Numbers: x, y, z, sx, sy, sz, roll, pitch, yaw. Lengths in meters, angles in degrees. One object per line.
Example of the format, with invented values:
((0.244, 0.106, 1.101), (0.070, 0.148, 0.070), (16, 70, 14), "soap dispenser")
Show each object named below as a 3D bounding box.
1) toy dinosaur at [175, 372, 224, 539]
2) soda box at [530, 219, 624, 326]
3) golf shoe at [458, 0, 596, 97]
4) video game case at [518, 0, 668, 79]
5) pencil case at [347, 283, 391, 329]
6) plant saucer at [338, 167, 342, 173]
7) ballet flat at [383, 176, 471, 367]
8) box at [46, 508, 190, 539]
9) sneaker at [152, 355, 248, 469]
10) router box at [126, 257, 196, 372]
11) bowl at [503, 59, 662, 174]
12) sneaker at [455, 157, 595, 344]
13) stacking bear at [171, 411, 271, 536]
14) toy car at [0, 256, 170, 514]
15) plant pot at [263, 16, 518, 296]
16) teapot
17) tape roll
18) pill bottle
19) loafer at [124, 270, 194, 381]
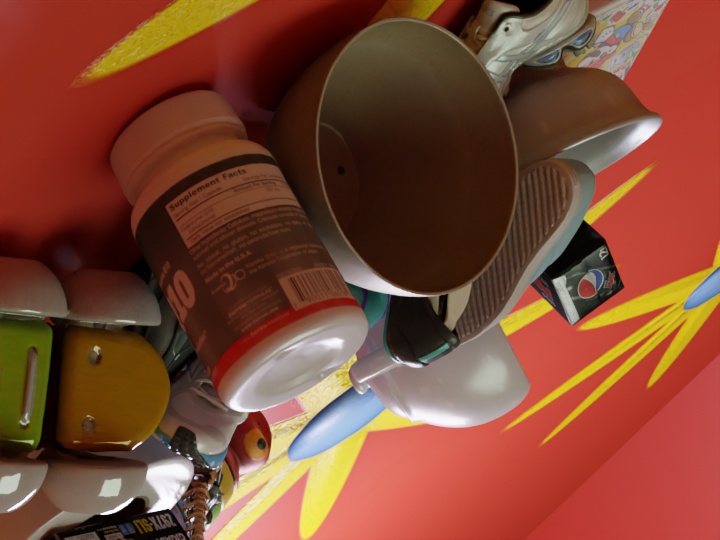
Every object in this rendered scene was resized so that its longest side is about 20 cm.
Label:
((-0.160, 0.164, 1.594), (0.201, 0.101, 0.136), (-71, -175, -53), "toy dinosaur")
((0.158, -0.038, 1.662), (0.063, 0.200, 0.071), (-35, 132, -6), "soda box")
((0.096, -0.179, 1.443), (0.200, 0.078, 0.097), (-39, 144, -9), "golf shoe")
((0.191, -0.192, 1.640), (0.199, 0.023, 0.182), (-28, 160, -27), "video game case")
((0.000, 0.000, 1.465), (0.200, 0.085, 0.093), (-38, 159, -53), "pencil case")
((0.018, -0.069, 1.593), (0.199, 0.036, 0.200), (-33, 162, -12), "plant saucer")
((0.061, -0.018, 1.422), (0.068, 0.202, 0.068), (-15, 150, 32), "ballet flat")
((-0.250, 0.278, 1.470), (0.200, 0.049, 0.159), (-43, 163, 21), "box")
((-0.113, 0.088, 1.421), (0.087, 0.075, 0.200), (-56, -178, 16), "sneaker")
((-0.107, 0.021, 1.501), (0.149, 0.051, 0.200), (-39, 151, 6), "router box")
((0.149, -0.119, 1.536), (0.200, 0.091, 0.201), (-26, 170, -5), "bowl")
((0.126, -0.011, 1.472), (0.200, 0.074, 0.082), (-47, 160, 29), "sneaker")
((-0.168, 0.205, 1.807), (0.200, 0.122, 0.113), (-38, -159, -32), "stacking bear")
((-0.244, 0.081, 1.302), (0.199, 0.177, 0.149), (7, 178, -44), "toy car")
((0.003, -0.075, 1.345), (0.199, 0.202, 0.134), (-21, -172, -40), "plant pot")
((0.055, 0.067, 1.633), (0.145, 0.198, 0.201), (-28, 131, 2), "teapot")
((-0.255, 0.163, 1.478), (0.202, 0.140, 0.203), (-33, 163, -12), "tape roll")
((-0.088, -0.015, 1.237), (0.113, 0.201, 0.114), (-27, 159, -11), "pill bottle")
((-0.149, 0.033, 1.378), (0.072, 0.063, 0.200), (-44, 173, -43), "loafer")
